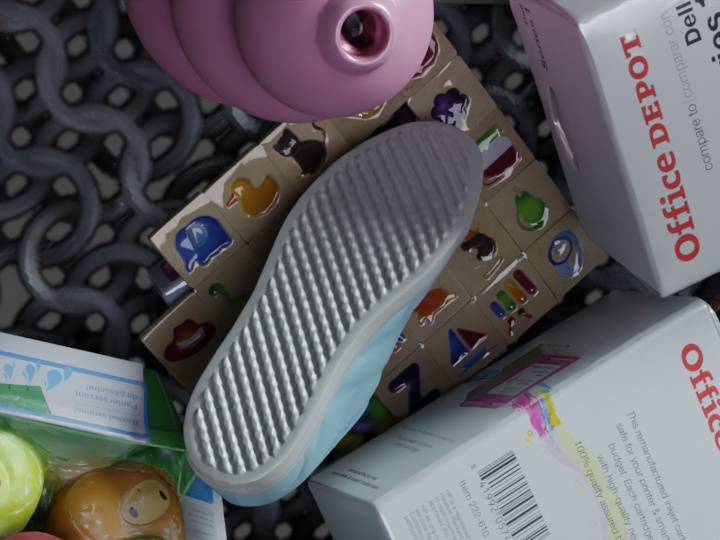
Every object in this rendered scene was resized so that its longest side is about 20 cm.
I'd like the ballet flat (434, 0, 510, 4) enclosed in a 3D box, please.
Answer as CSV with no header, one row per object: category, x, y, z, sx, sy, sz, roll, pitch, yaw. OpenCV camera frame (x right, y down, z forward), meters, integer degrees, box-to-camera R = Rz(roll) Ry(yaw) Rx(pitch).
ballet flat,0.117,-0.163,0.892,0.199,0.067,0.064,-32,127,-5

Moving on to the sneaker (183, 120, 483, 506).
sneaker,-0.012,0.021,0.870,0.074,0.082,0.200,35,76,15

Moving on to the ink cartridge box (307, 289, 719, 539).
ink cartridge box,0.098,0.118,0.908,0.199,0.085,0.145,-29,104,-20

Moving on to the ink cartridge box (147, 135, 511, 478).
ink cartridge box,0.001,0.041,0.936,0.119,0.042,0.200,-39,117,-3

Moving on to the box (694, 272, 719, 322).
box,0.215,0.076,1.022,0.136,0.038,0.200,38,93,-26

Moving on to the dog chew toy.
dog chew toy,-0.029,-0.118,0.780,0.124,0.200,0.126,-6,109,-17

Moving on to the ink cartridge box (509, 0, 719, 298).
ink cartridge box,0.186,-0.098,0.853,0.199,0.084,0.147,-26,116,-6

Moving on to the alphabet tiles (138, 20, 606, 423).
alphabet tiles,0.000,0.000,0.898,0.200,0.008,0.167,-41,115,-3

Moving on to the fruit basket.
fruit basket,-0.136,0.119,0.824,0.184,0.201,0.094,15,125,-22
